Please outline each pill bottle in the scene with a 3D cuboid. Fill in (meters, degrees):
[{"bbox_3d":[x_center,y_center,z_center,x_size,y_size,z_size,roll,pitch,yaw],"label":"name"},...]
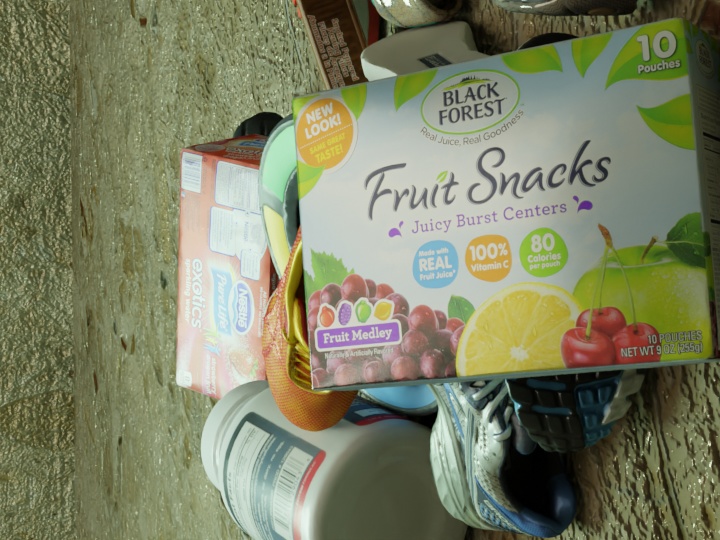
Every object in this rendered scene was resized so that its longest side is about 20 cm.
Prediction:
[{"bbox_3d":[-0.026,0.138,0.988,0.200,0.119,0.121,18,109,59],"label":"pill bottle"}]

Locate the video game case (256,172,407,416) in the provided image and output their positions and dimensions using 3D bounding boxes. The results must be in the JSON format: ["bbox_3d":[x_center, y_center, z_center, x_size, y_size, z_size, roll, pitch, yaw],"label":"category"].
[{"bbox_3d":[0.000,0.000,0.979,0.201,0.017,0.143,61,158,5],"label":"video game case"}]

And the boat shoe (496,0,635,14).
[{"bbox_3d":[0.076,-0.173,0.745,0.200,0.075,0.072,28,122,59],"label":"boat shoe"}]

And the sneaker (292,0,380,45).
[{"bbox_3d":[-0.044,-0.222,1.072,0.067,0.107,0.203,-152,61,-70],"label":"sneaker"}]

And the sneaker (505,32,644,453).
[{"bbox_3d":[0.100,-0.011,0.740,0.087,0.074,0.202,135,135,-83],"label":"sneaker"}]

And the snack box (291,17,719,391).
[{"bbox_3d":[0.066,-0.023,0.668,0.199,0.053,0.144,-8,82,32],"label":"snack box"}]

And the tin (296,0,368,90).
[{"bbox_3d":[-0.009,-0.133,0.990,0.112,0.042,0.202,37,-146,-82],"label":"tin"}]

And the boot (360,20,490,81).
[{"bbox_3d":[0.050,-0.086,0.867,0.200,0.072,0.091,-107,0,-69],"label":"boot"}]

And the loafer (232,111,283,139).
[{"bbox_3d":[-0.071,-0.035,1.267,0.070,0.067,0.203,-42,-50,-68],"label":"loafer"}]

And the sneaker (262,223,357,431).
[{"bbox_3d":[-0.026,0.032,0.841,0.201,0.072,0.077,100,-172,-47],"label":"sneaker"}]

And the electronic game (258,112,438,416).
[{"bbox_3d":[0.000,-0.004,0.897,0.200,0.041,0.201,39,143,37],"label":"electronic game"}]

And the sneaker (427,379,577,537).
[{"bbox_3d":[0.073,0.054,0.774,0.085,0.077,0.201,19,134,56],"label":"sneaker"}]

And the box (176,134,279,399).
[{"bbox_3d":[-0.080,0.000,1.177,0.099,0.095,0.202,14,110,35],"label":"box"}]

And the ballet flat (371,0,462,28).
[{"bbox_3d":[0.045,-0.246,0.889,0.067,0.068,0.202,25,123,48],"label":"ballet flat"}]
